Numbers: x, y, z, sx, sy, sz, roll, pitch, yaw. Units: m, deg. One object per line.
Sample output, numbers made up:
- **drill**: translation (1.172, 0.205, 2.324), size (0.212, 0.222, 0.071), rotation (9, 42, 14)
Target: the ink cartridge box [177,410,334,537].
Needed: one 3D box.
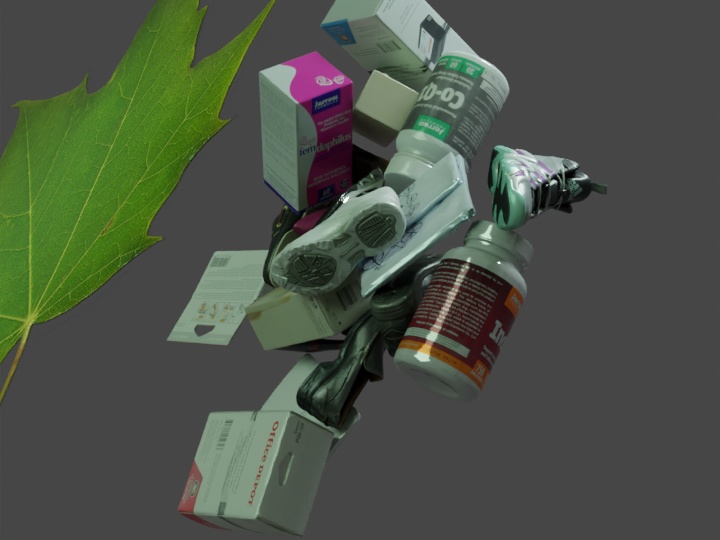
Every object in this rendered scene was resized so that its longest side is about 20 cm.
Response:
- **ink cartridge box**: translation (-0.139, 0.266, 1.622), size (0.199, 0.083, 0.148), rotation (-9, 57, 51)

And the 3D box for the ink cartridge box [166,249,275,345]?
- **ink cartridge box**: translation (-0.208, 0.051, 1.977), size (0.199, 0.045, 0.177), rotation (0, 58, 53)

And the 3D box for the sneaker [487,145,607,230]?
- **sneaker**: translation (0.229, -0.098, 1.484), size (0.200, 0.139, 0.078), rotation (-84, 1, -65)

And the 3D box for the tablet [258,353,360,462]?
- **tablet**: translation (-0.077, 0.203, 1.687), size (0.130, 0.014, 0.200), rotation (-52, 31, 3)

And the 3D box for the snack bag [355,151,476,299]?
- **snack bag**: translation (0.061, -0.059, 1.574), size (0.188, 0.021, 0.200), rotation (-38, 21, 16)

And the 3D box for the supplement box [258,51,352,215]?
- **supplement box**: translation (-0.079, -0.199, 1.797), size (0.101, 0.201, 0.103), rotation (-25, 47, -25)

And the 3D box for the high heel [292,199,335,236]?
- **high heel**: translation (-0.058, -0.081, 1.831), size (0.200, 0.095, 0.068), rotation (-119, 49, -73)

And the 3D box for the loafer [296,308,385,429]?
- **loafer**: translation (0.006, 0.121, 1.622), size (0.072, 0.073, 0.200), rotation (37, 84, 27)

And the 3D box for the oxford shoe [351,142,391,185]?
- **oxford shoe**: translation (-0.008, -0.156, 1.883), size (0.073, 0.084, 0.200), rotation (-56, 33, -9)

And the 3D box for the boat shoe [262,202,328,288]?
- **boat shoe**: translation (-0.103, -0.052, 1.909), size (0.063, 0.074, 0.202), rotation (-4, 49, 37)

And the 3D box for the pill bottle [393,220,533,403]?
- **pill bottle**: translation (0.129, 0.047, 1.474), size (0.113, 0.113, 0.201), rotation (5, 64, 54)

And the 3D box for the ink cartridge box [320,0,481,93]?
- **ink cartridge box**: translation (0.062, -0.343, 1.863), size (0.145, 0.200, 0.084), rotation (4, 60, 54)

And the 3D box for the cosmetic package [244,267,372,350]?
- **cosmetic package**: translation (-0.065, 0.048, 1.702), size (0.105, 0.071, 0.199), rotation (-32, 8, -34)

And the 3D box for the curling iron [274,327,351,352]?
- **curling iron**: translation (-0.056, 0.099, 1.751), size (0.199, 0.026, 0.050), rotation (-15, 39, 46)

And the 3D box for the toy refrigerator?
- **toy refrigerator**: translation (0.031, -0.240, 1.835), size (0.070, 0.076, 0.200), rotation (-63, 4, -2)

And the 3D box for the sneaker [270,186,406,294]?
- **sneaker**: translation (-0.026, -0.040, 1.583), size (0.199, 0.078, 0.100), rotation (-27, 23, 17)

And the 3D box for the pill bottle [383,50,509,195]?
- **pill bottle**: translation (0.118, -0.195, 1.725), size (0.113, 0.113, 0.201), rotation (6, 65, 55)

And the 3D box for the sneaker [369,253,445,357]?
- **sneaker**: translation (0.072, 0.052, 1.583), size (0.076, 0.115, 0.200), rotation (-7, 21, 20)

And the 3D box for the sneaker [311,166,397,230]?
- **sneaker**: translation (0.003, -0.073, 1.726), size (0.074, 0.089, 0.200), rotation (-44, -2, 41)
